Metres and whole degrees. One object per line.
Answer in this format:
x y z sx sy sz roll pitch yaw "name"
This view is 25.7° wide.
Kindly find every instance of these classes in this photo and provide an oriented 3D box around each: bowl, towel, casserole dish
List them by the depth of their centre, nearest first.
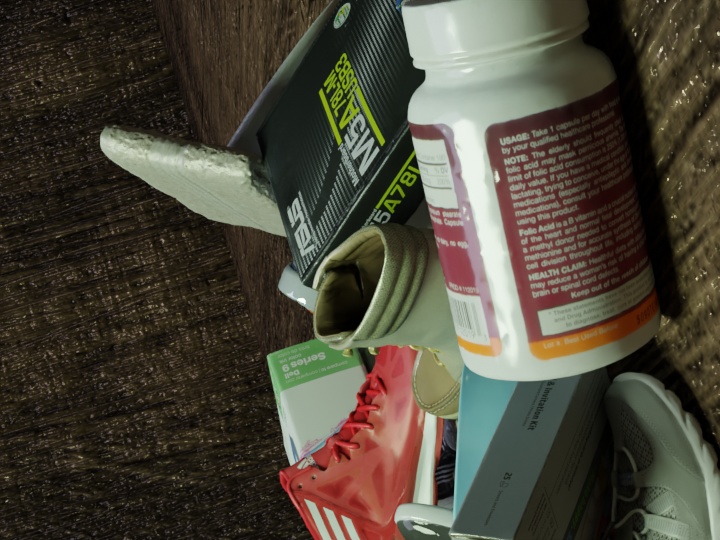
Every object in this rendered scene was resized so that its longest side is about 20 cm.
0.098 0.124 0.939 0.121 0.038 0.202 9 -96 -61 "casserole dish"
-0.101 -0.066 1.224 0.200 0.131 0.035 34 -111 -66 "towel"
-0.035 -0.131 1.335 0.090 0.202 0.201 36 169 -2 "bowl"

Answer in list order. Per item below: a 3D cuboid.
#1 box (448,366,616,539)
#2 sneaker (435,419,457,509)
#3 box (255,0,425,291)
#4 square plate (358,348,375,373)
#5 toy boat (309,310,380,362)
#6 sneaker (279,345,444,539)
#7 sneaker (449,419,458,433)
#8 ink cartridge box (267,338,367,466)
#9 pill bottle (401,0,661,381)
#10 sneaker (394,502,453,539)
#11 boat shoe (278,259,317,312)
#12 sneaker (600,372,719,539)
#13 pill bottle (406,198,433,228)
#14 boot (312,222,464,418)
0.117 0.163 0.897 0.156 0.041 0.201 -58 -40 -43 "box"
0.058 0.135 1.260 0.201 0.075 0.115 -55 25 23 "sneaker"
0.008 -0.111 1.048 0.194 0.047 0.201 -53 30 22 "box"
0.017 0.051 1.494 0.200 0.028 0.200 -59 -46 -78 "square plate"
0.010 0.005 1.329 0.130 0.129 0.202 -142 37 -74 "toy boat"
-0.001 0.119 1.151 0.078 0.114 0.203 -170 80 -82 "sneaker"
0.113 0.108 1.083 0.146 0.076 0.204 113 143 -70 "sneaker"
-0.012 0.179 1.404 0.146 0.087 0.201 84 166 -51 "ink cartridge box"
0.089 -0.054 0.841 0.114 0.113 0.202 -139 35 -72 "pill bottle"
0.093 0.236 1.029 0.199 0.100 0.071 34 157 -4 "sneaker"
0.000 0.000 1.180 0.072 0.062 0.200 31 -169 18 "boat shoe"
0.159 0.155 0.857 0.075 0.081 0.202 115 144 -75 "sneaker"
0.034 -0.070 1.140 0.200 0.108 0.110 -122 18 -60 "pill bottle"
0.036 0.033 1.000 0.200 0.153 0.073 -58 46 47 "boot"
